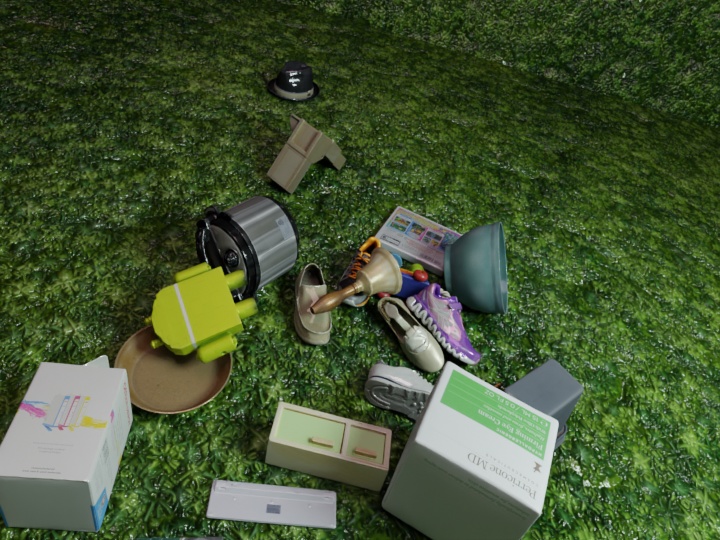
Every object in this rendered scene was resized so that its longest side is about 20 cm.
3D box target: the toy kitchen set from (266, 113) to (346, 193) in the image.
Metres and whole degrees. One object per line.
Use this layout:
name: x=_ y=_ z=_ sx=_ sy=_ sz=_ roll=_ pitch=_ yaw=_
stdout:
toy kitchen set: x=-0.174 y=-0.317 z=1.541 sx=0.161 sy=0.183 sz=0.199 roll=36 pitch=3 yaw=20

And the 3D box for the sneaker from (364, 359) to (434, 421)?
sneaker: x=0.105 y=0.225 z=1.014 sx=0.194 sy=0.078 sz=0.081 roll=24 pitch=30 yaw=7

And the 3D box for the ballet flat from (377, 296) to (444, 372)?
ballet flat: x=0.096 y=0.124 z=1.123 sx=0.067 sy=0.071 sz=0.201 roll=-12 pitch=42 yaw=-30

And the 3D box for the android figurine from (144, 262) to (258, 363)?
android figurine: x=-0.286 y=0.073 z=0.981 sx=0.195 sy=0.041 sz=0.185 roll=-24 pitch=66 yaw=-14

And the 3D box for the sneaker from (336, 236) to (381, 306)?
sneaker: x=0.000 y=0.000 z=1.230 sx=0.076 sy=0.079 sz=0.203 roll=19 pitch=41 yaw=3

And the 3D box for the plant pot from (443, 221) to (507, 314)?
plant pot: x=0.261 y=-0.001 z=1.252 sx=0.129 sy=0.206 sz=0.203 roll=-4 pitch=34 yaw=19

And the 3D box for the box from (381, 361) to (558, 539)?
box: x=0.164 y=0.299 z=0.842 sx=0.194 sy=0.204 sz=0.172 roll=26 pitch=42 yaw=12

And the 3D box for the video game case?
video game case: x=0.150 y=-0.080 z=1.416 sx=0.195 sy=0.024 sz=0.183 roll=25 pitch=40 yaw=12

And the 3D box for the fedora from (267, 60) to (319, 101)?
fedora: x=-0.228 y=-0.669 z=1.909 sx=0.193 sy=0.094 sz=0.204 roll=9 pitch=39 yaw=-8

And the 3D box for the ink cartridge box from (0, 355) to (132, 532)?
ink cartridge box: x=-0.408 y=0.235 z=0.778 sx=0.120 sy=0.132 sz=0.204 roll=7 pitch=39 yaw=-10

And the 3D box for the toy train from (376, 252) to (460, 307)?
toy train: x=0.131 y=0.025 z=1.252 sx=0.193 sy=0.087 sz=0.116 roll=17 pitch=26 yaw=1

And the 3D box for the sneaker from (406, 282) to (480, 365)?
sneaker: x=0.184 y=0.104 z=1.140 sx=0.201 sy=0.089 sz=0.080 roll=49 pitch=8 yaw=26

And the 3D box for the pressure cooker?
pressure cooker: x=-0.240 y=-0.045 z=1.118 sx=0.174 sy=0.182 sz=0.199 roll=34 pitch=42 yaw=18

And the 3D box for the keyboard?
keyboard: x=-0.131 y=0.354 z=0.831 sx=0.192 sy=0.011 sz=0.058 roll=9 pitch=45 yaw=-9

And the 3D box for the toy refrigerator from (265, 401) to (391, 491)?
toy refrigerator: x=-0.050 y=0.283 z=0.891 sx=0.193 sy=0.072 sz=0.077 roll=15 pitch=38 yaw=-2

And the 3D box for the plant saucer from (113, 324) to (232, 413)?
plant saucer: x=-0.322 y=0.172 z=0.953 sx=0.192 sy=0.036 sz=0.204 roll=10 pitch=39 yaw=-8

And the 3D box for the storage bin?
storage bin: x=0.304 y=0.250 z=0.999 sx=0.195 sy=0.137 sz=0.146 roll=-18 pitch=50 yaw=-36

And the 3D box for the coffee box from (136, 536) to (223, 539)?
coffee box: x=-0.231 y=0.437 z=0.671 sx=0.118 sy=0.045 sz=0.204 roll=6 pitch=41 yaw=-13

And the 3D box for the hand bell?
hand bell: x=-0.018 y=0.040 z=1.112 sx=0.196 sy=0.106 sz=0.104 roll=-28 pitch=55 yaw=-31

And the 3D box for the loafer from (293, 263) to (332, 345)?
loafer: x=-0.101 y=0.064 z=1.127 sx=0.073 sy=0.070 sz=0.203 roll=0 pitch=42 yaw=-18
